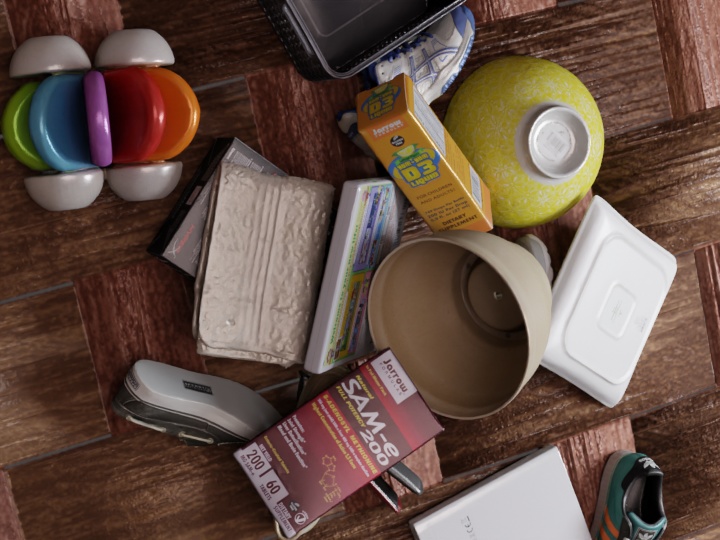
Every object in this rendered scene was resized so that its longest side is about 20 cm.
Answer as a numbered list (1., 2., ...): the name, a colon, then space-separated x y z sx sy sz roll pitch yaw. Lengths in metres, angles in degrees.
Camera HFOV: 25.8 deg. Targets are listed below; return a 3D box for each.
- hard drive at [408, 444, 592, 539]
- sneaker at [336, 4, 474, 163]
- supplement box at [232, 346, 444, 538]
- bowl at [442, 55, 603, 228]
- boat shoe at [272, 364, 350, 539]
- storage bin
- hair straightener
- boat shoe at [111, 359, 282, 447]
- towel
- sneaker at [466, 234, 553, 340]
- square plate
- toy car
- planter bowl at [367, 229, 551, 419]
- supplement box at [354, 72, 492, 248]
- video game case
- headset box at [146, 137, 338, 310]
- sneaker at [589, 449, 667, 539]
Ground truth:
1. hard drive: 0.166 0.308 1.846 0.199 0.027 0.133 -25 102 -16
2. sneaker: 0.051 -0.220 1.734 0.088 0.075 0.201 34 82 -19
3. supplement box: -0.023 0.180 1.654 0.199 0.061 0.109 -35 87 -5
4. bowl: 0.202 -0.144 1.780 0.198 0.108 0.202 -2 96 -21
5. boat shoe: -0.051 0.200 1.712 0.072 0.065 0.202 19 101 6
6. storage bin: 0.003 -0.307 1.700 0.199 0.094 0.136 -35 105 -15
7. hair straightener: 0.005 0.180 1.763 0.077 0.041 0.200 -38 100 16
8. boat shoe: -0.173 0.153 1.691 0.199 0.071 0.064 23 119 -29
9. towel: -0.102 -0.003 1.636 0.131 0.034 0.202 10 90 -22
10. sneaker: 0.161 0.053 1.797 0.081 0.075 0.202 17 88 -22
11. square plate: 0.291 0.042 1.830 0.198 0.028 0.201 31 81 -43
12. toy car: -0.258 -0.153 1.583 0.198 0.150 0.177 -7 97 -20
13. planter bowl: 0.125 0.042 1.693 0.134 0.199 0.202 -29 106 -51
14. supplement box: 0.070 -0.116 1.688 0.066 0.069 0.200 -23 129 21
15. video game case: 0.000 0.000 1.678 0.022 0.182 0.202 16 100 18
16. headset box: -0.104 -0.027 1.691 0.199 0.077 0.150 34 83 -21
17. sneaker: 0.320 0.319 1.875 0.071 0.080 0.202 5 93 -21
